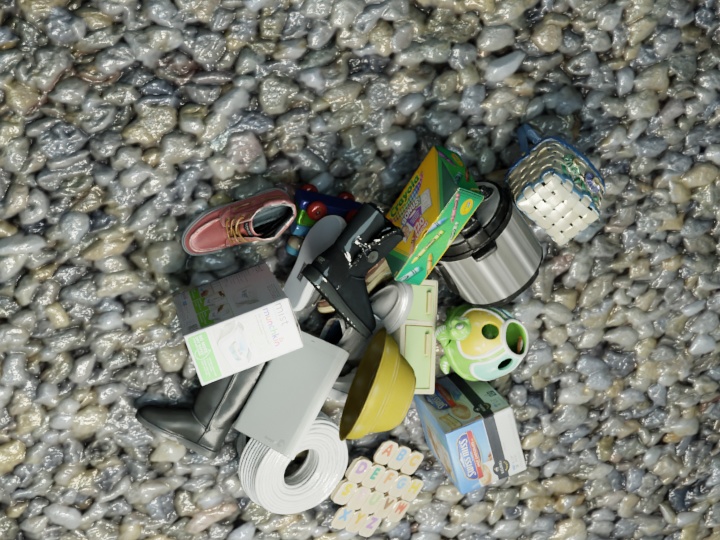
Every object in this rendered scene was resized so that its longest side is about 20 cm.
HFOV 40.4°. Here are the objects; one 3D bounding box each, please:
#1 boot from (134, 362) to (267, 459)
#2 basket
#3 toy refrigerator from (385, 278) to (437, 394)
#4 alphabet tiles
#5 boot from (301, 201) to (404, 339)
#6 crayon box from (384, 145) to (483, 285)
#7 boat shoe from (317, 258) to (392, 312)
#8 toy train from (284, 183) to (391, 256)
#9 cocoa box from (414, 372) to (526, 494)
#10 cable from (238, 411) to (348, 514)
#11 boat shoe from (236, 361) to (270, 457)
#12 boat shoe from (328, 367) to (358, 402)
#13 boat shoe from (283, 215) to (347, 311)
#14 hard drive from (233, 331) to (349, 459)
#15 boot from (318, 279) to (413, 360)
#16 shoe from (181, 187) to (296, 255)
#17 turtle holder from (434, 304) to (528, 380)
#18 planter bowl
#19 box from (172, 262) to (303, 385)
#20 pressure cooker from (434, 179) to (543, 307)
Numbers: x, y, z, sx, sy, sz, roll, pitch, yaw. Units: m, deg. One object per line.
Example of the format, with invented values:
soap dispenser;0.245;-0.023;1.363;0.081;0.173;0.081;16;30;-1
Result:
boot;-0.273;0.203;1.693;0.164;0.066;0.201;27;95;-13
basket;0.341;-0.153;1.704;0.176;0.201;0.139;37;117;-22
toy refrigerator;0.089;0.116;1.732;0.075;0.070;0.202;5;84;-27
alphabet tiles;0.034;0.412;1.831;0.200;0.015;0.196;30;96;-42
boot;0.014;0.000;1.588;0.168;0.076;0.200;-45;132;-6
crayon box;0.110;-0.089;1.613;0.058;0.119;0.201;14;125;-32
boat shoe;0.000;0.000;1.716;0.199;0.072;0.072;-32;104;-9
toy train;-0.028;-0.067;1.686;0.199;0.085;0.116;11;116;-22
cocoa box;0.193;0.287;1.778;0.130;0.200;0.134;-19;110;-9
cable;-0.116;0.341;1.734;0.199;0.069;0.201;-32;129;-21
boat shoe;-0.171;0.257;1.739;0.073;0.065;0.202;7;103;-17
boat shoe;0.003;0.206;1.771;0.199;0.073;0.066;12;93;-28
boat shoe;-0.062;-0.010;1.643;0.066;0.070;0.201;-3;131;-43
hard drive;-0.119;0.206;1.670;0.201;0.131;0.026;-61;144;-13
boot;0.004;0.089;1.691;0.095;0.074;0.200;2;137;-44
shoe;-0.202;-0.075;1.622;0.199;0.091;0.072;-25;111;-8
turtle holder;0.214;0.114;1.738;0.186;0.131;0.141;51;50;-29
planter bowl;0.039;0.202;1.626;0.083;0.200;0.202;22;99;-7
box;-0.205;0.080;1.608;0.175;0.200;0.097;-20;111;-10
pressure cooker;0.202;-0.059;1.688;0.200;0.175;0.179;51;57;-33
